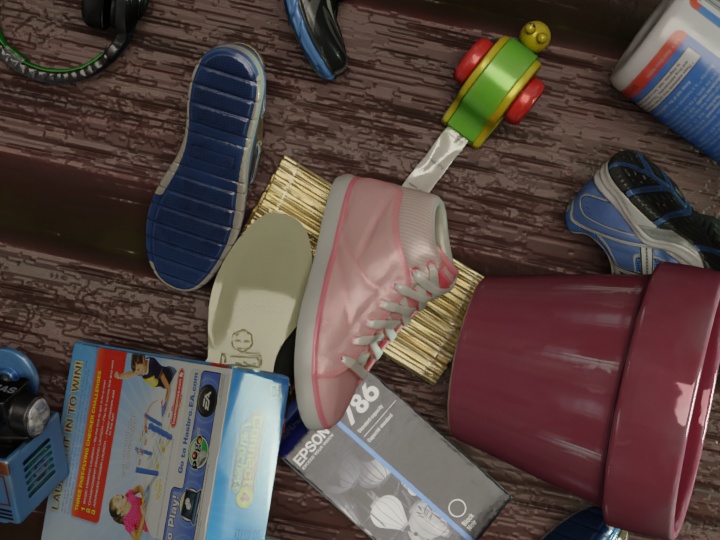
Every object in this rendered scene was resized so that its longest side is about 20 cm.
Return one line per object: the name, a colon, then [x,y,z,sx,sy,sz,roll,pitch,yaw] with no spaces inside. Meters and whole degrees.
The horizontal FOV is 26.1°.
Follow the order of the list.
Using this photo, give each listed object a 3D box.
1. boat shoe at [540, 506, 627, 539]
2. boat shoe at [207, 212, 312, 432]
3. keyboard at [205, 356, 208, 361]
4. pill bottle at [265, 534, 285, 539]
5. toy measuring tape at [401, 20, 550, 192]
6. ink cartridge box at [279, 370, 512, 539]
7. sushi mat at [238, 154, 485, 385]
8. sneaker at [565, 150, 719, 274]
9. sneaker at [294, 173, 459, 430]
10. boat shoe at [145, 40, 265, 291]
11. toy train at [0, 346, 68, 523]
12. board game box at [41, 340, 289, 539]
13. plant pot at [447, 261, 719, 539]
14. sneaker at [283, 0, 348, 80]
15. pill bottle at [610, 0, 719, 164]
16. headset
boat shoe: [0.147,0.274,1.197,0.072,0.072,0.200,42,82,-18]
boat shoe: [-0.082,0.056,1.185,0.074,0.063,0.202,10,82,0]
keyboard: [-0.117,0.118,1.214,0.056,0.011,0.200,30,85,7]
pill bottle: [-0.096,0.300,1.160,0.109,0.110,0.200,16,86,-3]
toy measuring tape: [0.085,-0.119,1.213,0.074,0.074,0.200,39,82,-1]
ink cartridge box: [0.013,0.148,1.212,0.200,0.039,0.099,40,86,0]
sushi mat: [0.000,0.000,1.232,0.200,0.012,0.096,32,83,-2]
sneaker: [0.247,-0.009,1.230,0.200,0.076,0.077,44,129,-12]
sneaker: [0.015,0.026,1.167,0.104,0.075,0.201,7,74,17]
boat shoe: [-0.108,-0.079,1.194,0.072,0.072,0.200,23,112,6]
toy train: [-0.313,0.113,1.143,0.200,0.087,0.114,8,118,21]
board game box: [-0.149,0.160,1.126,0.056,0.196,0.200,13,85,-43]
plant pot: [0.167,0.082,1.156,0.179,0.200,0.200,12,86,17]
sneaker: [-0.021,-0.250,1.216,0.083,0.071,0.200,0,84,2]
pill bottle: [0.306,-0.134,1.212,0.200,0.112,0.112,37,85,-1]
headset: [-0.211,-0.240,1.214,0.123,0.094,0.200,40,100,-5]
